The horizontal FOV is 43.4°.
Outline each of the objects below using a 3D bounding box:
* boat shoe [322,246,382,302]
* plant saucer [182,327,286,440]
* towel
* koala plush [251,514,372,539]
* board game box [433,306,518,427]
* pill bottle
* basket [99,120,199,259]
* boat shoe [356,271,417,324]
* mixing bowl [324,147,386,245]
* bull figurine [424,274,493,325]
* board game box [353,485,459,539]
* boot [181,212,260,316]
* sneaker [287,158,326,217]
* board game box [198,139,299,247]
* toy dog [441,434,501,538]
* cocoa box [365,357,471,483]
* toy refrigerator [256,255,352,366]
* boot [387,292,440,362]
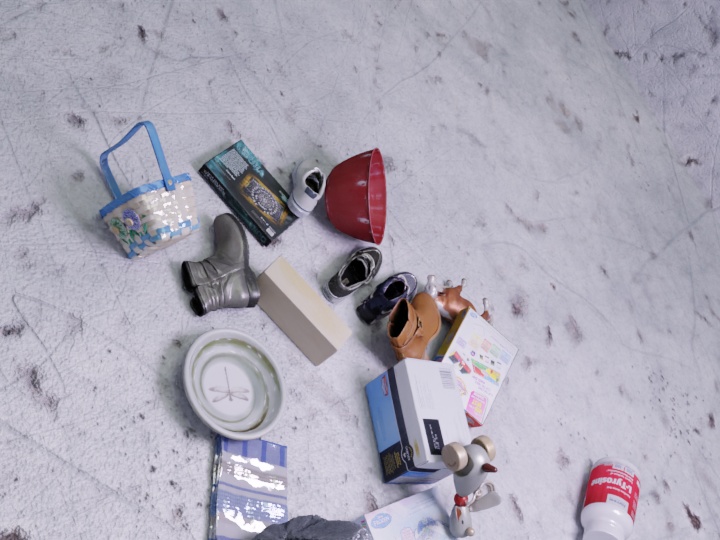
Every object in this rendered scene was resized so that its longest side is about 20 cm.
[{"bbox_3d":[0.000,0.000,1.862,0.071,0.064,0.200,49,41,-3],"label":"boat shoe"},{"bbox_3d":[-0.221,0.198,1.537,0.198,0.050,0.202,23,49,-29],"label":"plant saucer"},{"bbox_3d":[-0.178,0.367,1.478,0.146,0.024,0.202,22,50,-31],"label":"towel"},{"bbox_3d":[-0.078,0.501,1.388,0.177,0.182,0.203,-29,115,-43],"label":"koala plush"},{"bbox_3d":[0.233,0.202,1.903,0.153,0.040,0.201,40,61,-13],"label":"board game box"},{"bbox_3d":[0.539,0.512,1.952,0.112,0.112,0.201,42,42,-10],"label":"pill bottle"},{"bbox_3d":[-0.368,-0.135,1.543,0.138,0.175,0.203,-17,85,-43],"label":"basket"},{"bbox_3d":[0.081,0.041,1.884,0.075,0.093,0.200,51,42,1],"label":"boat shoe"},{"bbox_3d":[-0.013,-0.154,1.892,0.200,0.107,0.204,0,90,-79],"label":"mixing bowl"},{"bbox_3d":[0.217,0.078,2.000,0.200,0.065,0.122,47,43,-6],"label":"bull figurine"},{"bbox_3d":[0.101,0.510,1.613,0.198,0.043,0.201,-7,68,-44],"label":"board game box"},{"bbox_3d":[-0.266,-0.016,1.639,0.129,0.068,0.202,-3,63,-37],"label":"boot"},{"bbox_3d":[-0.100,-0.182,1.873,0.073,0.071,0.201,38,28,-22],"label":"sneaker"},{"bbox_3d":[-0.214,-0.156,1.804,0.200,0.028,0.135,49,39,-4],"label":"board game box"},{"bbox_3d":[0.206,0.390,1.608,0.131,0.096,0.202,-30,122,-23],"label":"toy dog"},{"bbox_3d":[0.111,0.288,1.710,0.132,0.131,0.203,10,56,-37],"label":"cocoa box"},{"bbox_3d":[-0.114,0.075,1.699,0.200,0.076,0.070,47,41,-5],"label":"toy refrigerator"},{"bbox_3d":[0.100,0.098,1.834,0.156,0.076,0.202,58,40,-48],"label":"boot"}]
